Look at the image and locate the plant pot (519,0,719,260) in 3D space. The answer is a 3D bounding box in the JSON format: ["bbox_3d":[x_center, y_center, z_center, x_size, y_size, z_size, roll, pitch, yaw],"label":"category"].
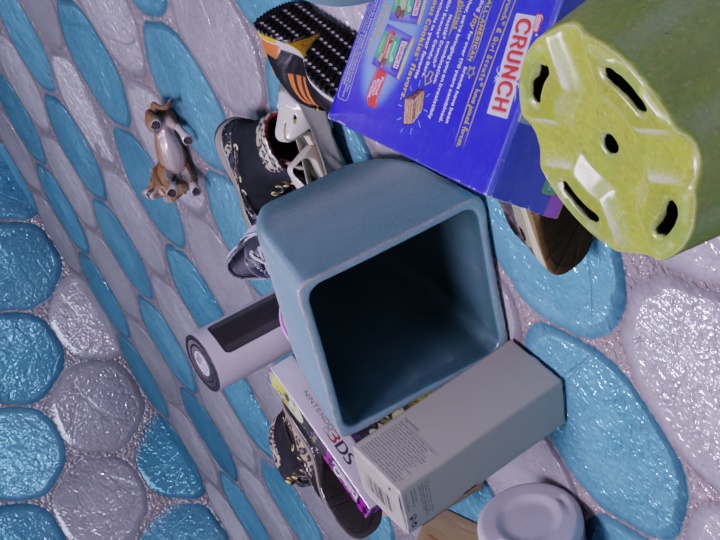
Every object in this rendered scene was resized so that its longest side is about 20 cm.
[{"bbox_3d":[0.193,-0.104,0.691,0.200,0.184,0.201,48,156,29],"label":"plant pot"}]

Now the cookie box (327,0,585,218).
[{"bbox_3d":[0.082,-0.151,0.925,0.200,0.075,0.171,34,107,51],"label":"cookie box"}]

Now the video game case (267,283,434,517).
[{"bbox_3d":[0.035,0.127,1.361,0.181,0.200,0.036,54,159,17],"label":"video game case"}]

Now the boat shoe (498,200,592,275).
[{"bbox_3d":[0.128,-0.085,1.031,0.065,0.073,0.200,27,143,47],"label":"boat shoe"}]

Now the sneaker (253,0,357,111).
[{"bbox_3d":[-0.031,-0.187,1.282,0.200,0.070,0.090,45,161,42],"label":"sneaker"}]

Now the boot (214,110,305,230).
[{"bbox_3d":[-0.088,-0.093,1.535,0.204,0.073,0.154,62,157,-11],"label":"boot"}]

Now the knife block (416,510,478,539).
[{"bbox_3d":[0.151,0.356,1.631,0.064,0.175,0.200,66,-156,-15],"label":"knife block"}]

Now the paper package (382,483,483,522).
[{"bbox_3d":[0.034,0.196,1.600,0.200,0.103,0.191,64,158,-9],"label":"paper package"}]

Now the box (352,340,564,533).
[{"bbox_3d":[0.096,0.157,1.256,0.082,0.200,0.068,41,153,42],"label":"box"}]

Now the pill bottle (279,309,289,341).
[{"bbox_3d":[-0.024,0.036,1.512,0.104,0.104,0.200,59,160,2],"label":"pill bottle"}]

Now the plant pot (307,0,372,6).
[{"bbox_3d":[-0.014,-0.260,0.889,0.200,0.200,0.135,50,155,24],"label":"plant pot"}]

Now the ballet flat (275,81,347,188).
[{"bbox_3d":[-0.056,-0.137,1.406,0.067,0.064,0.200,22,138,59],"label":"ballet flat"}]

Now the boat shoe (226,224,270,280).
[{"bbox_3d":[-0.099,-0.022,1.488,0.072,0.068,0.200,50,156,-16],"label":"boat shoe"}]

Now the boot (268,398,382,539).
[{"bbox_3d":[-0.048,0.238,1.596,0.200,0.073,0.151,59,158,10],"label":"boot"}]

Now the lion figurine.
[{"bbox_3d":[-0.278,-0.177,1.889,0.123,0.072,0.200,-125,31,-52],"label":"lion figurine"}]

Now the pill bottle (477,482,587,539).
[{"bbox_3d":[0.195,0.332,1.397,0.111,0.111,0.200,35,148,49],"label":"pill bottle"}]

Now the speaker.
[{"bbox_3d":[-0.113,0.072,1.633,0.081,0.200,0.081,44,149,35],"label":"speaker"}]

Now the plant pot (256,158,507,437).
[{"bbox_3d":[0.000,0.000,1.297,0.200,0.196,0.196,46,157,48],"label":"plant pot"}]
